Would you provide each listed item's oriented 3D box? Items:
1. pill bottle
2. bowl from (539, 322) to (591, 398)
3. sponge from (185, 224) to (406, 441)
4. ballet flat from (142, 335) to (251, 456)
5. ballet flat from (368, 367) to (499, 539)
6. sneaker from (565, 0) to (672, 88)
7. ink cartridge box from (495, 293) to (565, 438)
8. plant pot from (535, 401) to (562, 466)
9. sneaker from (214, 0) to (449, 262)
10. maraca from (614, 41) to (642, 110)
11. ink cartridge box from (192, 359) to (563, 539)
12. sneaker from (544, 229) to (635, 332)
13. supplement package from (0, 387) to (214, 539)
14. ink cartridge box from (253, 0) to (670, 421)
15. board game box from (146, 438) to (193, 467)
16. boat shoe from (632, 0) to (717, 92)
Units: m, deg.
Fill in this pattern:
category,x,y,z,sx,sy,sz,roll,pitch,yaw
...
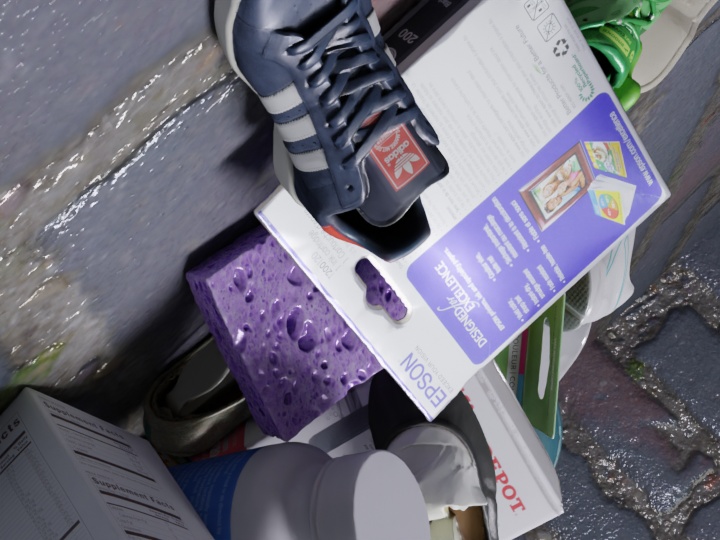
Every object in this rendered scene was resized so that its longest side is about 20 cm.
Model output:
category,x,y,z,sx,sy,sz,roll,pitch,yaw
pill bottle,-0.066,0.160,0.884,0.200,0.112,0.112,-17,-177,30
bowl,0.121,0.008,1.235,0.200,0.075,0.200,119,-18,-56
sponge,0.000,0.000,0.902,0.200,0.112,0.030,-35,-158,-29
ballet flat,-0.055,0.045,0.974,0.200,0.067,0.062,-42,157,-14
ballet flat,0.053,0.148,0.920,0.068,0.200,0.068,-16,-165,9
sneaker,0.152,-0.150,0.924,0.200,0.084,0.074,-47,125,9
ink cartridge box,0.077,0.050,1.105,0.200,0.059,0.104,-157,-109,-71
plant pot,0.059,0.168,1.333,0.200,0.200,0.188,-51,177,26
sneaker,-0.002,-0.072,0.666,0.075,0.085,0.200,-39,153,-10
maraca,0.115,-0.076,1.015,0.107,0.137,0.200,28,102,-30
ink cartridge box,0.011,0.130,0.994,0.200,0.146,0.085,-29,-166,6
sneaker,0.159,-0.060,1.099,0.080,0.070,0.201,-9,101,-46
supplement package,-0.132,0.175,0.780,0.114,0.200,0.110,-45,143,7
ink cartridge box,0.056,-0.045,0.839,0.200,0.043,0.198,-43,129,-6
board game box,-0.174,0.174,1.069,0.134,0.034,0.200,-47,167,13
boat shoe,0.234,-0.219,1.099,0.200,0.073,0.063,-51,-150,6
